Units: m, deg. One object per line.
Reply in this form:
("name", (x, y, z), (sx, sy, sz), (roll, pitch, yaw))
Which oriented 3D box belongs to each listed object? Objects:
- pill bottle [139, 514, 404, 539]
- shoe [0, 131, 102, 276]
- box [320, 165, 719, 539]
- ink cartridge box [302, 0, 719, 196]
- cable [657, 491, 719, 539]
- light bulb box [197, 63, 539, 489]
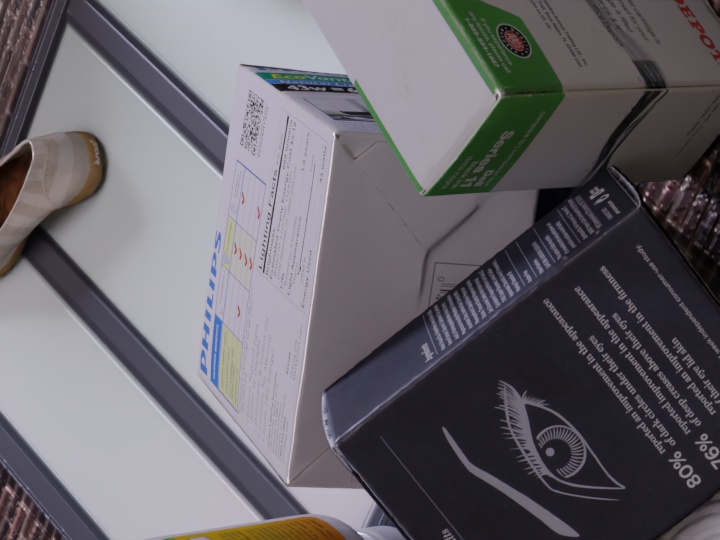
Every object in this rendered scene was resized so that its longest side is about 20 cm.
("pill bottle", (-0.053, 0.202, 1.567), (0.111, 0.199, 0.112), (5, 96, 46))
("shoe", (-0.256, -0.044, 1.871), (0.200, 0.053, 0.070), (-35, 68, 42))
("box", (0.100, 0.070, 1.366), (0.200, 0.104, 0.148), (-37, 103, 5))
("ink cartridge box", (0.090, -0.121, 1.397), (0.083, 0.199, 0.147), (-53, 56, 37))
("cable", (0.213, 0.192, 1.381), (0.200, 0.069, 0.201), (-36, 67, 42))
("light bulb box", (0.000, 0.000, 1.505), (0.200, 0.124, 0.200), (-138, 55, -67))
